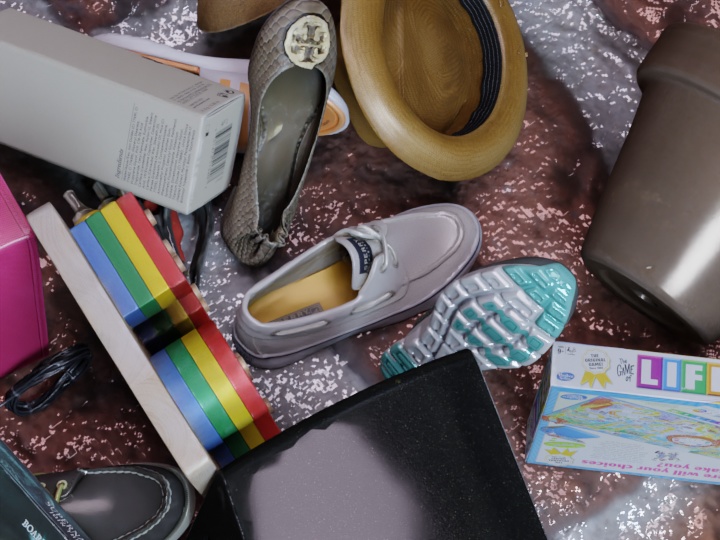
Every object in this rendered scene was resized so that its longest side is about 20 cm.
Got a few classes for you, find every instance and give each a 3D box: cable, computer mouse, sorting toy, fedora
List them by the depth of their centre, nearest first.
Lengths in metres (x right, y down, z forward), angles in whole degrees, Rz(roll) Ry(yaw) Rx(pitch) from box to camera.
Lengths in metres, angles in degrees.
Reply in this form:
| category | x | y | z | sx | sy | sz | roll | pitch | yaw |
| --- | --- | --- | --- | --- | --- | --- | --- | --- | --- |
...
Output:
| category | x | y | z | sx | sy | sz | roll | pitch | yaw |
| --- | --- | --- | --- | --- | --- | --- | --- | --- | --- |
| sorting toy | -0.121 | 0.051 | 1.621 | 0.070 | 0.200 | 0.199 | -32 | 76 | -4 |
| computer mouse | -0.273 | 0.097 | 1.696 | 0.200 | 0.059 | 0.034 | -28 | 62 | -19 |
| cable | -0.134 | 0.017 | 1.768 | 0.097 | 0.050 | 0.200 | -16 | 77 | -28 |
| fedora | 0.036 | -0.153 | 1.814 | 0.200 | 0.082 | 0.201 | 17 | 63 | -38 |

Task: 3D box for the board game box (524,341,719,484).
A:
| category | x | y | z | sx | sy | sz | roll | pitch | yaw |
| --- | --- | --- | --- | --- | --- | --- | --- | --- | --- |
| board game box | 0.219 | 0.101 | 1.689 | 0.200 | 0.135 | 0.034 | 7 | 63 | -2 |

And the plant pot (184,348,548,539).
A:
| category | x | y | z | sx | sy | sz | roll | pitch | yaw |
| --- | --- | --- | --- | --- | --- | --- | --- | --- | --- |
| plant pot | -0.002 | 0.193 | 1.570 | 0.177 | 0.200 | 0.200 | -11 | 64 | -23 |

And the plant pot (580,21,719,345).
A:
| category | x | y | z | sx | sy | sz | roll | pitch | yaw |
| --- | --- | --- | --- | --- | --- | --- | --- | --- | --- |
| plant pot | 0.249 | -0.047 | 1.756 | 0.200 | 0.200 | 0.175 | 34 | 84 | 12 |

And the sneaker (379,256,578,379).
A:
| category | x | y | z | sx | sy | sz | roll | pitch | yaw |
| --- | --- | --- | --- | --- | --- | --- | --- | --- | --- |
| sneaker | 0.089 | 0.026 | 1.692 | 0.078 | 0.200 | 0.091 | 48 | 54 | -6 |

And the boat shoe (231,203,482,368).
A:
| category | x | y | z | sx | sy | sz | roll | pitch | yaw |
| --- | --- | --- | --- | --- | --- | --- | --- | --- | --- |
| boat shoe | 0.000 | 0.000 | 1.758 | 0.200 | 0.070 | 0.071 | -24 | 67 | -15 |

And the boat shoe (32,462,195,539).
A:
| category | x | y | z | sx | sy | sz | roll | pitch | yaw |
| --- | --- | --- | --- | --- | --- | --- | --- | --- | --- |
| boat shoe | -0.203 | 0.166 | 1.611 | 0.201 | 0.061 | 0.072 | -18 | 68 | 23 |

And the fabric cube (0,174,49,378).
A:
| category | x | y | z | sx | sy | sz | roll | pitch | yaw |
| --- | --- | --- | --- | --- | --- | --- | --- | --- | --- |
| fabric cube | -0.343 | -0.015 | 1.670 | 0.199 | 0.196 | 0.200 | -27 | 69 | -15 |

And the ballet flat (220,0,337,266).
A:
| category | x | y | z | sx | sy | sz | roll | pitch | yaw |
| --- | --- | --- | --- | --- | --- | --- | --- | --- | --- |
| ballet flat | -0.054 | -0.094 | 1.744 | 0.067 | 0.200 | 0.046 | 5 | 23 | -28 |

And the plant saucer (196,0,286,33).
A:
| category | x | y | z | sx | sy | sz | roll | pitch | yaw |
| --- | --- | --- | --- | --- | --- | --- | --- | --- | --- |
| plant saucer | -0.045 | -0.247 | 1.818 | 0.200 | 0.200 | 0.035 | -43 | 111 | -22 |

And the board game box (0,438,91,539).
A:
| category | x | y | z | sx | sy | sz | roll | pitch | yaw |
| --- | --- | --- | --- | --- | --- | --- | --- | --- | --- |
| board game box | -0.257 | 0.173 | 1.586 | 0.200 | 0.028 | 0.135 | 45 | 105 | 18 |

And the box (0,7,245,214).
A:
| category | x | y | z | sx | sy | sz | roll | pitch | yaw |
| --- | --- | --- | --- | --- | --- | --- | --- | --- | --- |
| box | -0.187 | -0.114 | 1.767 | 0.200 | 0.082 | 0.068 | 22 | 27 | 17 |

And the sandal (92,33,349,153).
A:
| category | x | y | z | sx | sy | sz | roll | pitch | yaw |
| --- | --- | --- | --- | --- | --- | --- | --- | --- | --- |
| sandal | -0.110 | -0.116 | 1.810 | 0.206 | 0.079 | 0.059 | 13 | 64 | 11 |
